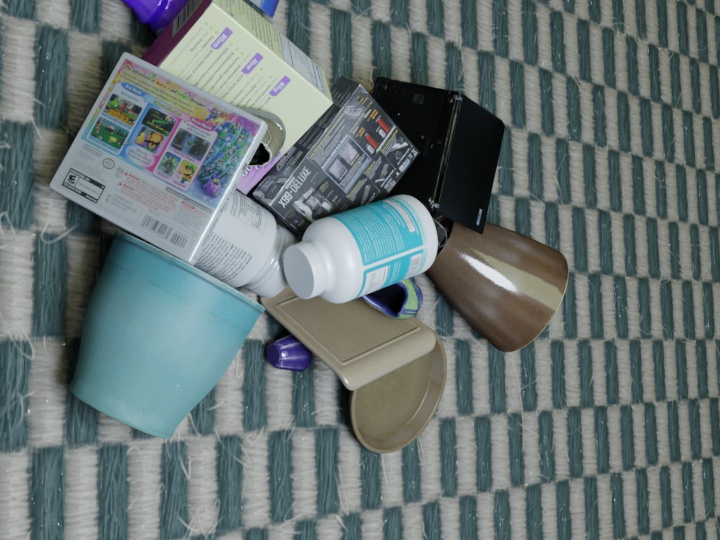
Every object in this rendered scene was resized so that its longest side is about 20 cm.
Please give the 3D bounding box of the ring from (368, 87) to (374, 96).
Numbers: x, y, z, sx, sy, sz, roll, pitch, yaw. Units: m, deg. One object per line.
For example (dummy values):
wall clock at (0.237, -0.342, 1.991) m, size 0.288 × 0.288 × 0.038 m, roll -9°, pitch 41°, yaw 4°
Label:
ring at (0.046, -0.183, 1.422) m, size 0.199 × 0.019 × 0.204 m, roll 14°, pitch 74°, yaw -56°

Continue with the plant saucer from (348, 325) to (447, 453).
plant saucer at (0.054, 0.173, 1.375) m, size 0.198 × 0.029 × 0.204 m, roll -17°, pitch 117°, yaw -39°

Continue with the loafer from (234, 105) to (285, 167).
loafer at (-0.188, -0.164, 1.105) m, size 0.196 × 0.076 × 0.070 m, roll 3°, pitch 37°, yaw -6°

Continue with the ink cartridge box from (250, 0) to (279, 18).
ink cartridge box at (-0.174, -0.454, 1.288) m, size 0.199 × 0.039 × 0.101 m, roll 30°, pitch 66°, yaw -34°

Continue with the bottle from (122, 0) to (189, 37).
bottle at (-0.227, -0.324, 1.198) m, size 0.199 × 0.083 × 0.066 m, roll 30°, pitch 67°, yaw -34°

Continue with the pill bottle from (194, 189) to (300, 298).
pill bottle at (-0.180, -0.049, 1.187) m, size 0.199 × 0.113 × 0.115 m, roll 32°, pitch 66°, yaw -32°

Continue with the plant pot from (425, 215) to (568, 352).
plant pot at (0.196, 0.001, 1.471) m, size 0.198 × 0.186 × 0.189 m, roll 31°, pitch 66°, yaw -19°

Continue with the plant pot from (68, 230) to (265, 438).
plant pot at (-0.241, 0.084, 1.083) m, size 0.199 × 0.199 × 0.190 m, roll 31°, pitch 82°, yaw -33°

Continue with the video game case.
video game case at (-0.232, -0.131, 1.058) m, size 0.198 × 0.024 × 0.184 m, roll 27°, pitch 83°, yaw 11°

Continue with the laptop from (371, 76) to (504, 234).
laptop at (0.103, -0.169, 1.362) m, size 0.196 × 0.103 × 0.180 m, roll 12°, pitch 82°, yaw 8°

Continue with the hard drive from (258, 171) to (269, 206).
hard drive at (-0.066, -0.166, 1.345) m, size 0.198 × 0.038 × 0.142 m, roll -12°, pitch 93°, yaw -41°

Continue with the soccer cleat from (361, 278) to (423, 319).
soccer cleat at (0.001, -0.001, 1.297) m, size 0.065 × 0.199 × 0.083 m, roll -60°, pitch 164°, yaw 17°

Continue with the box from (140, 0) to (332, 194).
box at (-0.167, -0.232, 1.168) m, size 0.199 × 0.176 × 0.097 m, roll 35°, pitch 24°, yaw -30°

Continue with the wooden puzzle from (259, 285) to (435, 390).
wooden puzzle at (-0.018, 0.073, 1.290) m, size 0.183 × 0.200 × 0.038 m, roll -20°, pitch 142°, yaw -41°

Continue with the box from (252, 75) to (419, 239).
box at (-0.029, -0.131, 1.240) m, size 0.201 × 0.050 × 0.157 m, roll -53°, pitch 134°, yaw -3°

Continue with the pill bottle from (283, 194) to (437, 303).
pill bottle at (-0.002, -0.025, 1.203) m, size 0.198 × 0.110 × 0.113 m, roll -19°, pitch 97°, yaw -36°

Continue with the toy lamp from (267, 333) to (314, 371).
toy lamp at (-0.045, 0.110, 1.319) m, size 0.198 × 0.058 × 0.059 m, roll -2°, pitch 86°, yaw -41°

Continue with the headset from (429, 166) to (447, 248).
headset at (0.091, -0.119, 1.424) m, size 0.123 × 0.093 × 0.203 m, roll 25°, pitch 49°, yaw -49°
